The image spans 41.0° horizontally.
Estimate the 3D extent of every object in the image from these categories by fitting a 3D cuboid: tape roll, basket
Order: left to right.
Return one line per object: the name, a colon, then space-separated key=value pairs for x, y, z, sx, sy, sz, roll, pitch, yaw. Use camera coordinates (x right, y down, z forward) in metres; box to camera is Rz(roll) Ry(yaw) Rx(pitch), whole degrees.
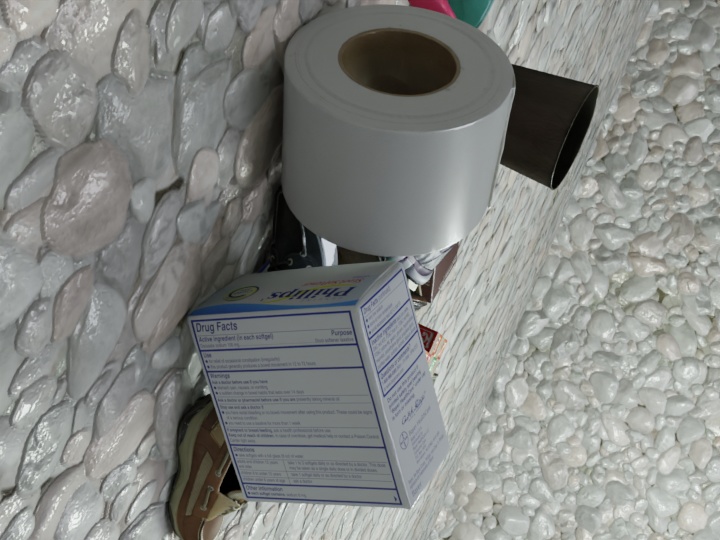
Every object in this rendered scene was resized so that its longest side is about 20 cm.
tape roll: x=0.028 y=-0.130 z=0.871 sx=0.203 sy=0.202 sz=0.140 roll=-52 pitch=157 yaw=-41
basket: x=0.194 y=-0.210 z=1.279 sx=0.180 sy=0.199 sz=0.136 roll=-46 pitch=154 yaw=-49

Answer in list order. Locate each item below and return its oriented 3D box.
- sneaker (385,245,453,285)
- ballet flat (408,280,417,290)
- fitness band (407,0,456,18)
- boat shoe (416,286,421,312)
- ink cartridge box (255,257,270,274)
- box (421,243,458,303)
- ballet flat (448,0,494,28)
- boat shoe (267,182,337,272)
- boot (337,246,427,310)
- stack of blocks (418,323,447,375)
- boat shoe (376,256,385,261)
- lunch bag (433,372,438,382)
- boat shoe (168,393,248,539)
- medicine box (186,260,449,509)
sneaker: x=0.041 y=-0.059 z=1.036 sx=0.088 sy=0.074 sz=0.200 roll=-44 pitch=146 yaw=8
ballet flat: x=0.041 y=0.025 z=1.285 sx=0.071 sy=0.071 sz=0.200 roll=-42 pitch=161 yaw=-55
fitness band: x=0.099 y=-0.253 z=1.045 sx=0.037 sy=0.144 sz=0.200 roll=-33 pitch=168 yaw=13
boat shoe: x=0.056 y=-0.009 z=1.355 sx=0.071 sy=0.062 sz=0.200 roll=-55 pitch=158 yaw=-31
ink cartridge box: x=-0.057 y=0.059 z=1.031 sx=0.095 sy=0.037 sz=0.200 roll=-50 pitch=129 yaw=-25
box: x=0.100 y=-0.055 z=1.415 sx=0.100 sy=0.075 sz=0.200 roll=-57 pitch=162 yaw=-33
ballet flat: x=0.141 y=-0.389 z=1.151 sx=0.070 sy=0.067 sz=0.201 roll=18 pitch=95 yaw=-49
boat shoe: x=-0.061 y=0.008 z=0.952 sx=0.056 sy=0.068 sz=0.201 roll=-23 pitch=115 yaw=-36
boot: x=0.016 y=0.007 z=1.056 sx=0.074 sy=0.097 sz=0.200 roll=-26 pitch=170 yaw=16
stack of blocks: x=0.051 y=0.119 z=1.203 sx=0.116 sy=0.058 sz=0.200 roll=-66 pitch=166 yaw=-4
boat shoe: x=0.002 y=0.001 z=1.179 sx=0.200 sy=0.074 sz=0.066 roll=83 pitch=31 yaw=-60
lunch bag: x=0.019 y=0.203 z=1.425 sx=0.165 sy=0.117 sz=0.200 roll=-68 pitch=157 yaw=1
boat shoe: x=-0.148 y=0.219 z=0.991 sx=0.076 sy=0.074 sz=0.201 roll=-48 pitch=154 yaw=-48
medicine box: x=-0.036 y=0.106 z=0.886 sx=0.103 sy=0.181 sz=0.201 roll=-40 pitch=120 yaw=-55
